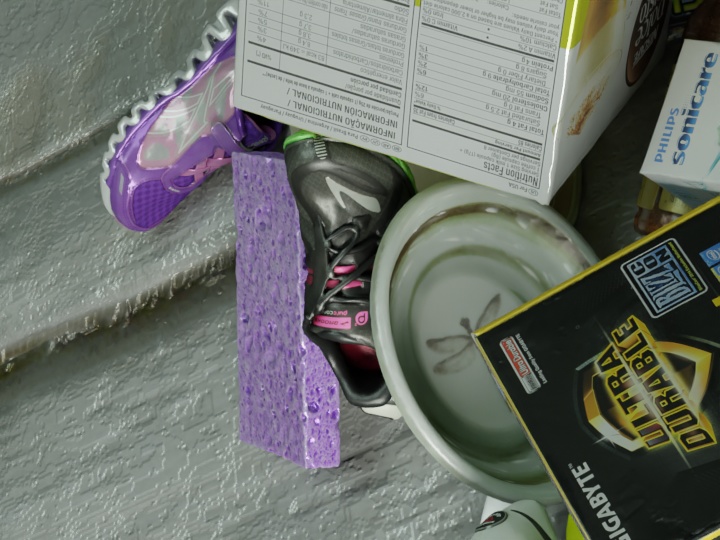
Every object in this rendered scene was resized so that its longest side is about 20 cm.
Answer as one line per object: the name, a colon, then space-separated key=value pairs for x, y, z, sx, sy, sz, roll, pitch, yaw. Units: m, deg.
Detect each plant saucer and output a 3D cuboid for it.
plant saucer: x=0.075 y=0.046 z=1.306 sx=0.050 sy=0.200 sz=0.200 roll=-29 pitch=54 yaw=48

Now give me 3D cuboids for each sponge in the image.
sponge: x=-0.049 y=0.024 z=1.452 sx=0.112 sy=0.030 sz=0.200 roll=-164 pitch=71 yaw=-64

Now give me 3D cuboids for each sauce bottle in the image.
sauce bottle: x=0.216 y=-0.111 z=1.317 sx=0.066 sy=0.066 sz=0.200 roll=22 pitch=99 yaw=43

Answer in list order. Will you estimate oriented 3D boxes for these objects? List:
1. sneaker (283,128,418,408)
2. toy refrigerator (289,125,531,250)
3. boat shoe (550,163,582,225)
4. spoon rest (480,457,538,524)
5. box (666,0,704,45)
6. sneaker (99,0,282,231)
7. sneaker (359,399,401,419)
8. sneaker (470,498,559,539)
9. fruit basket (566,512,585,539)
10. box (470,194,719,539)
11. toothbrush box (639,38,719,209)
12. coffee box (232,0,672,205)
sneaker: x=0.000 y=0.000 z=1.315 sx=0.077 sy=0.200 sz=0.084 roll=-6 pitch=39 yaw=14
toy refrigerator: x=0.034 y=-0.046 z=1.438 sx=0.076 sy=0.070 sz=0.200 roll=-24 pitch=42 yaw=-18
boat shoe: x=0.091 y=-0.111 z=1.437 sx=0.073 sy=0.063 sz=0.201 roll=-19 pitch=69 yaw=33
spoon rest: x=0.094 y=0.191 z=1.320 sx=0.099 sy=0.061 sz=0.200 roll=-5 pitch=68 yaw=39
box: x=0.148 y=-0.188 z=1.391 sx=0.200 sy=0.035 sz=0.110 roll=-11 pitch=75 yaw=14
sneaker: x=-0.107 y=-0.102 z=1.604 sx=0.200 sy=0.080 sz=0.088 roll=-50 pitch=56 yaw=11
sneaker: x=-0.015 y=0.021 z=1.474 sx=0.088 sy=0.076 sz=0.200 roll=-58 pitch=42 yaw=17
sneaker: x=0.126 y=0.215 z=1.236 sx=0.074 sy=0.200 sz=0.089 roll=-15 pitch=21 yaw=39
fruit basket: x=0.188 y=0.125 z=1.202 sx=0.216 sy=0.156 sz=0.216 roll=-19 pitch=54 yaw=29
box: x=0.166 y=0.068 z=1.138 sx=0.160 sy=0.049 sz=0.200 roll=-27 pitch=42 yaw=1
toothbrush box: x=0.278 y=-0.054 z=1.208 sx=0.200 sy=0.146 sz=0.085 roll=13 pitch=80 yaw=42
coffee box: x=0.063 y=-0.187 z=1.254 sx=0.200 sy=0.200 sz=0.198 roll=18 pitch=126 yaw=18
